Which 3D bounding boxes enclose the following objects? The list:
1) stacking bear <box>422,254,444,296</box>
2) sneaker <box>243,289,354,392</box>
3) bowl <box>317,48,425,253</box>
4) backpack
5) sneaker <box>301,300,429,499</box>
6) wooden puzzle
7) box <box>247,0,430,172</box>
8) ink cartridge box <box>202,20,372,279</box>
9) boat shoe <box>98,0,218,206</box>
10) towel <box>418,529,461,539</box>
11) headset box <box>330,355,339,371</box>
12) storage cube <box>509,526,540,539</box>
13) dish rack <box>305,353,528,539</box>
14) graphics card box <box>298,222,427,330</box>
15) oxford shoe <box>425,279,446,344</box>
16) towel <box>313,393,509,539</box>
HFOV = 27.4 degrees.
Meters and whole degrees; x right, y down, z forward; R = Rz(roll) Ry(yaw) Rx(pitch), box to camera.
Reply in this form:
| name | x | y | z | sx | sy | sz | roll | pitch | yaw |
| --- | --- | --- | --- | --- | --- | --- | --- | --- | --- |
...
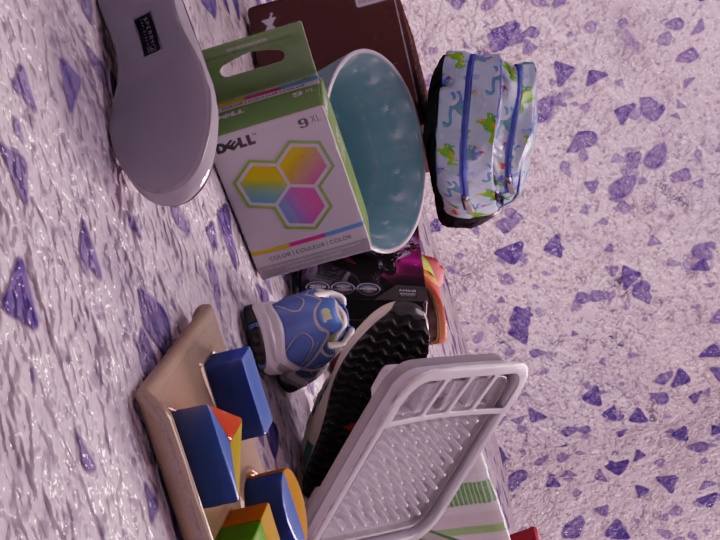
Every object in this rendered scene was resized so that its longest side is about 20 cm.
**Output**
| name | x | y | z | sx | sy | sz | roll | pitch | yaw |
| --- | --- | --- | --- | --- | --- | --- | --- | --- | --- |
| stacking bear | 0.044 | 0.024 | 1.736 | 0.121 | 0.114 | 0.200 | 45 | 3 | -13 |
| sneaker | -0.041 | 0.058 | 1.251 | 0.200 | 0.077 | 0.076 | 28 | 46 | -83 |
| bowl | -0.026 | -0.113 | 1.467 | 0.200 | 0.104 | 0.202 | 13 | 75 | -59 |
| backpack | 0.125 | -0.150 | 1.547 | 0.200 | 0.153 | 0.164 | 50 | 49 | -58 |
| sneaker | -0.005 | 0.095 | 1.236 | 0.094 | 0.070 | 0.201 | -107 | -145 | -58 |
| wooden puzzle | -0.077 | 0.129 | 0.928 | 0.200 | 0.046 | 0.186 | -79 | 153 | -75 |
| box | -0.013 | -0.201 | 1.653 | 0.200 | 0.165 | 0.165 | 55 | 23 | -70 |
| ink cartridge box | -0.067 | -0.098 | 1.255 | 0.059 | 0.103 | 0.201 | -96 | 169 | -58 |
| boat shoe | -0.128 | -0.118 | 0.974 | 0.070 | 0.071 | 0.201 | 59 | 11 | -57 |
| towel | 0.042 | 0.265 | 1.234 | 0.200 | 0.152 | 0.024 | -71 | -178 | -71 |
| headset box | 0.030 | 0.160 | 1.602 | 0.149 | 0.077 | 0.201 | 24 | 50 | -81 |
| storage cube | 0.137 | 0.410 | 1.553 | 0.180 | 0.170 | 0.201 | -97 | 169 | -57 |
| dish rack | 0.036 | 0.144 | 1.190 | 0.171 | 0.201 | 0.044 | -1 | 36 | -51 |
| graphics card box | 0.000 | 0.000 | 1.485 | 0.200 | 0.125 | 0.051 | -91 | -176 | -60 |
| oxford shoe | 0.025 | 0.043 | 1.554 | 0.200 | 0.072 | 0.072 | 19 | -63 | 62 |
| towel | 0.048 | 0.196 | 1.358 | 0.023 | 0.152 | 0.201 | -35 | 110 | -60 |
